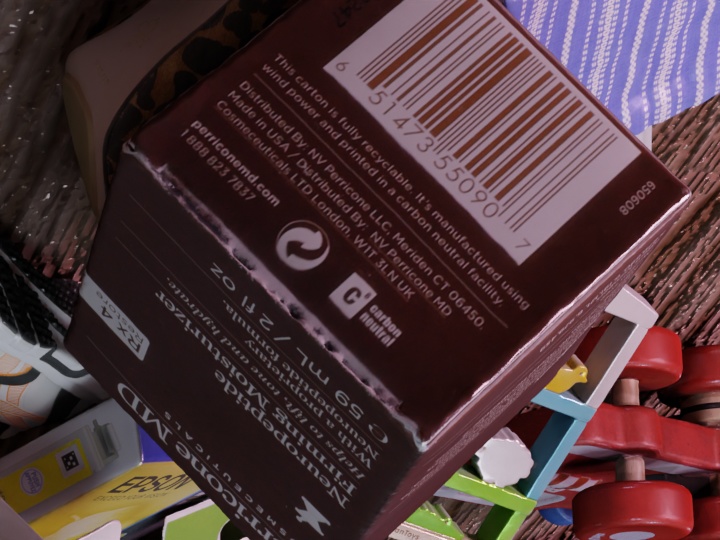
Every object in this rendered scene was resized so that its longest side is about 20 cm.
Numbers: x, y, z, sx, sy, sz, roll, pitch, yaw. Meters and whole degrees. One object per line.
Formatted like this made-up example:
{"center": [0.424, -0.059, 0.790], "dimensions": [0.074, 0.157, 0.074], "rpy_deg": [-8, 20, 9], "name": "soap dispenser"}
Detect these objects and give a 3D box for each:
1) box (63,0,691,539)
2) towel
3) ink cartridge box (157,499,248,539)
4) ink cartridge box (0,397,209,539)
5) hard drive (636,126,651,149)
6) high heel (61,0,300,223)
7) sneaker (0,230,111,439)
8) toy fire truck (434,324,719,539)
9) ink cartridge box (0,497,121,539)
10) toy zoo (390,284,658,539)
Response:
{"center": [0.000, 0.000, 1.090], "dimensions": [0.164, 0.166, 0.200], "rpy_deg": [-42, 171, -26], "name": "box"}
{"center": [0.137, -0.110, 1.189], "dimensions": [0.199, 0.024, 0.145], "rpy_deg": [-26, 149, -22], "name": "towel"}
{"center": [-0.080, 0.164, 1.442], "dimensions": [0.147, 0.076, 0.201], "rpy_deg": [-18, 136, -35], "name": "ink cartridge box"}
{"center": [-0.106, 0.095, 1.305], "dimensions": [0.199, 0.047, 0.197], "rpy_deg": [-26, 168, 19], "name": "ink cartridge box"}
{"center": [0.072, -0.083, 1.232], "dimensions": [0.131, 0.026, 0.200], "rpy_deg": [-19, 150, -6], "name": "hard drive"}
{"center": [-0.050, -0.087, 1.100], "dimensions": [0.142, 0.072, 0.201], "rpy_deg": [-12, 142, -14], "name": "high heel"}
{"center": [-0.174, 0.029, 1.199], "dimensions": [0.080, 0.074, 0.200], "rpy_deg": [-27, 149, 11], "name": "sneaker"}
{"center": [0.140, 0.108, 1.516], "dimensions": [0.167, 0.113, 0.199], "rpy_deg": [-17, 159, 42], "name": "toy fire truck"}
{"center": [-0.205, 0.167, 1.170], "dimensions": [0.199, 0.067, 0.117], "rpy_deg": [-20, 135, -39], "name": "ink cartridge box"}
{"center": [0.067, 0.054, 1.373], "dimensions": [0.131, 0.020, 0.201], "rpy_deg": [21, 108, -32], "name": "toy zoo"}
